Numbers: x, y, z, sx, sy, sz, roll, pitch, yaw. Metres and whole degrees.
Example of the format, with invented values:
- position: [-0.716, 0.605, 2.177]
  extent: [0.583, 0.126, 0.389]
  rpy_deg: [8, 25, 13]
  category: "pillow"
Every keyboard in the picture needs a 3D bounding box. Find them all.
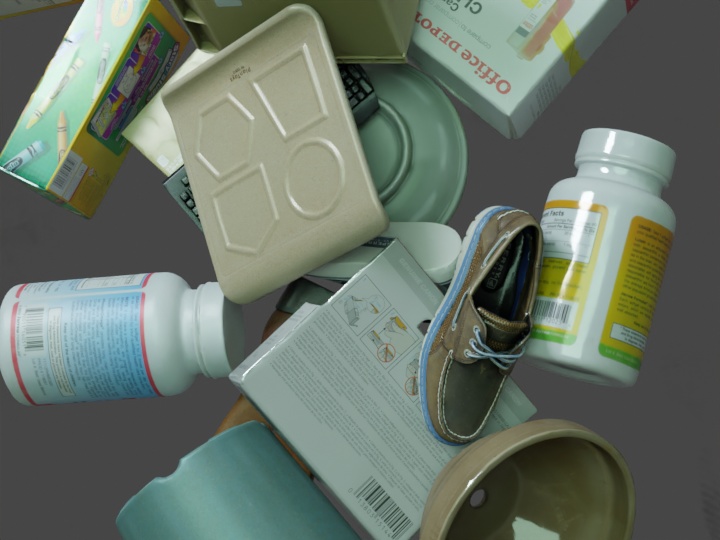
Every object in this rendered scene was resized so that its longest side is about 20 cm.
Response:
- position: [-0.091, -0.132, 1.462]
  extent: [0.200, 0.021, 0.127]
  rpy_deg: [-40, 84, -1]
  category: "keyboard"

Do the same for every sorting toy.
- position: [-0.071, -0.094, 1.390]
  extent: [0.185, 0.036, 0.201]
  rpy_deg: [-27, 78, 36]
  category: "sorting toy"

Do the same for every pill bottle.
- position: [-0.207, 0.059, 1.462]
  extent: [0.199, 0.109, 0.109]
  rpy_deg: [-4, 79, 10]
  category: "pill bottle"
- position: [0.200, -0.011, 1.399]
  extent: [0.111, 0.111, 0.201]
  rpy_deg: [14, 82, 13]
  category: "pill bottle"

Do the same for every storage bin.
- position: [-0.065, -0.263, 1.369]
  extent: [0.198, 0.200, 0.094]
  rpy_deg: [3, 63, 18]
  category: "storage bin"

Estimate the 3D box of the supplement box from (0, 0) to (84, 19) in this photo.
- position: [-0.369, -0.299, 1.559]
  extent: [0.199, 0.109, 0.110]
  rpy_deg: [-10, 78, 8]
  category: "supplement box"

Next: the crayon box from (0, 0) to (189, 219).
- position: [-0.237, -0.156, 1.503]
  extent: [0.058, 0.119, 0.200]
  rpy_deg: [26, 85, 14]
  category: "crayon box"

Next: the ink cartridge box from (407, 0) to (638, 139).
- position: [0.143, -0.238, 1.466]
  extent: [0.145, 0.083, 0.200]
  rpy_deg: [40, 89, 15]
  category: "ink cartridge box"

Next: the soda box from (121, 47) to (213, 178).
- position: [-0.120, -0.169, 1.513]
  extent: [0.068, 0.064, 0.200]
  rpy_deg: [42, 90, 15]
  category: "soda box"

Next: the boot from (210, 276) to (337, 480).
- position: [-0.023, 0.130, 1.439]
  extent: [0.188, 0.068, 0.201]
  rpy_deg: [26, 90, 3]
  category: "boot"

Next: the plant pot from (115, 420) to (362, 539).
- position: [-0.086, 0.242, 1.354]
  extent: [0.200, 0.200, 0.196]
  rpy_deg: [-37, 78, 2]
  category: "plant pot"

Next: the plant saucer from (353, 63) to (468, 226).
- position: [-0.005, -0.101, 1.486]
  extent: [0.199, 0.050, 0.201]
  rpy_deg: [-2, 80, 11]
  category: "plant saucer"

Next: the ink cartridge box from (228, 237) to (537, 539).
- position: [0.021, 0.103, 1.385]
  extent: [0.176, 0.045, 0.200]
  rpy_deg: [-42, 104, -11]
  category: "ink cartridge box"

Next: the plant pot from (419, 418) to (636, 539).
- position: [0.119, 0.204, 1.362]
  extent: [0.201, 0.201, 0.093]
  rpy_deg: [-55, 36, -3]
  category: "plant pot"

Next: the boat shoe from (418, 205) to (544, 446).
- position: [0.099, 0.046, 1.344]
  extent: [0.072, 0.072, 0.201]
  rpy_deg: [12, 90, -19]
  category: "boat shoe"

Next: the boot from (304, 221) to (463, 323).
- position: [0.000, 0.000, 1.440]
  extent: [0.199, 0.090, 0.073]
  rpy_deg: [11, 55, 22]
  category: "boot"
